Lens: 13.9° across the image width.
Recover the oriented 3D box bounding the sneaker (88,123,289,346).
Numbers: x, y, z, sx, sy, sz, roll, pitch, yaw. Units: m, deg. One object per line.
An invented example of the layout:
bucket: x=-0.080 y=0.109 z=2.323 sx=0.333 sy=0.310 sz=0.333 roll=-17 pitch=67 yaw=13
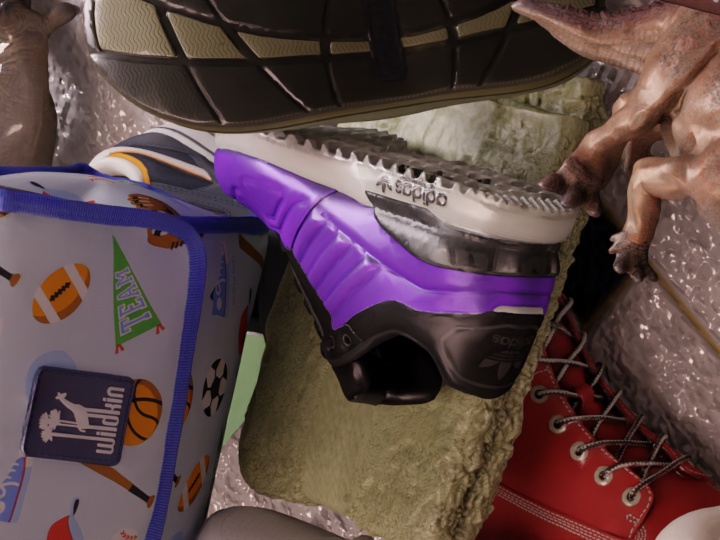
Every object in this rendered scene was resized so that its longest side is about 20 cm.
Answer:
sneaker: x=-0.050 y=-0.003 z=1.298 sx=0.200 sy=0.079 sz=0.078 roll=23 pitch=125 yaw=38

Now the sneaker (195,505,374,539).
sneaker: x=0.024 y=0.135 z=1.190 sx=0.200 sy=0.070 sz=0.080 roll=26 pitch=128 yaw=19

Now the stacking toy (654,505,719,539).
stacking toy: x=0.138 y=0.199 z=1.063 sx=0.146 sy=0.146 sz=0.200 roll=35 pitch=111 yaw=32

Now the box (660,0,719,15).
box: x=0.156 y=-0.126 z=0.980 sx=0.200 sy=0.100 sz=0.075 roll=22 pitch=126 yaw=40

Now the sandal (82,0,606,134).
sandal: x=-0.006 y=-0.087 z=1.141 sx=0.057 sy=0.201 sz=0.080 roll=101 pitch=169 yaw=-79

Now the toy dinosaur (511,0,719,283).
toy dinosaur: x=0.141 y=-0.061 z=1.046 sx=0.200 sy=0.086 sz=0.136 roll=53 pitch=123 yaw=41

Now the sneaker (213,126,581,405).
sneaker: x=0.000 y=0.000 z=1.139 sx=0.200 sy=0.070 sz=0.100 roll=21 pitch=105 yaw=54

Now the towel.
towel: x=0.025 y=0.009 z=1.187 sx=0.148 sy=0.036 sz=0.200 roll=18 pitch=90 yaw=50

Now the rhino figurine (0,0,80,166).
rhino figurine: x=-0.176 y=-0.065 z=1.408 sx=0.087 sy=0.060 sz=0.200 roll=27 pitch=110 yaw=55

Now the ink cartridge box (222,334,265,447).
ink cartridge box: x=-0.137 y=0.062 z=1.376 sx=0.200 sy=0.146 sz=0.048 roll=-1 pitch=131 yaw=49

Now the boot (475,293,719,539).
boot: x=0.102 y=0.069 z=1.176 sx=0.200 sy=0.072 sz=0.144 roll=9 pitch=113 yaw=47

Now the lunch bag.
lunch bag: x=-0.121 y=0.047 z=1.177 sx=0.124 sy=0.200 sz=0.170 roll=13 pitch=94 yaw=18
